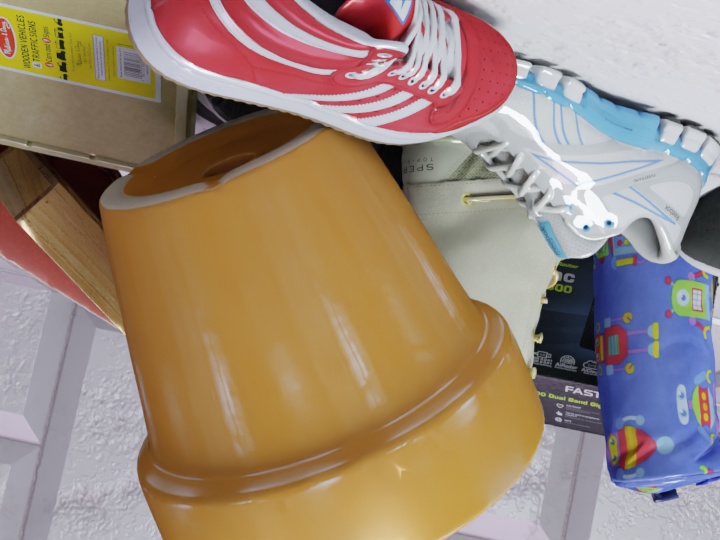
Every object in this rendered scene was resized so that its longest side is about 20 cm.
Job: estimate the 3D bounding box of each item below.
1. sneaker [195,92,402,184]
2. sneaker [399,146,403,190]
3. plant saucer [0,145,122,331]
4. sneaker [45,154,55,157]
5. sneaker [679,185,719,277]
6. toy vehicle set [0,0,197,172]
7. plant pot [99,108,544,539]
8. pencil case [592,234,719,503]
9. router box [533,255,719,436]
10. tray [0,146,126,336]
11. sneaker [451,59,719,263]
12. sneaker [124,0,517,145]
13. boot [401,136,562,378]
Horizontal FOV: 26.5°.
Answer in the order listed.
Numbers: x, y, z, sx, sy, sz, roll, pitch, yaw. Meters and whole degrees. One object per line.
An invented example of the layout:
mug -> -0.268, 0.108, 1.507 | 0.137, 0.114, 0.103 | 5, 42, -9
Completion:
sneaker -> -0.063, -0.092, 0.880 | 0.115, 0.076, 0.200 | 15, 166, 38
sneaker -> 0.005, -0.059, 0.987 | 0.115, 0.081, 0.199 | -26, 131, 32
plant saucer -> -0.211, -0.054, 1.032 | 0.200, 0.037, 0.200 | 37, -165, -40
sneaker -> -0.227, -0.118, 0.830 | 0.200, 0.088, 0.076 | 16, 172, -28
sneaker -> 0.236, -0.039, 0.794 | 0.200, 0.071, 0.099 | -3, 163, 42
toy vehicle set -> -0.139, -0.113, 0.727 | 0.124, 0.027, 0.200 | 13, 153, -2
plant pot -> -0.034, 0.025, 0.740 | 0.200, 0.184, 0.200 | -20, -162, 7
pencil case -> 0.199, 0.050, 1.006 | 0.087, 0.201, 0.078 | 3, 168, -24
router box -> 0.160, 0.040, 1.139 | 0.199, 0.150, 0.062 | 10, 141, 11
tray -> -0.141, 0.012, 0.923 | 0.200, 0.037, 0.099 | 52, 173, -31
sneaker -> 0.104, -0.053, 0.811 | 0.200, 0.087, 0.075 | 16, 173, -23
sneaker -> 0.015, -0.103, 0.638 | 0.200, 0.071, 0.112 | 3, 168, -38
boot -> 0.106, -0.002, 0.909 | 0.200, 0.155, 0.072 | 11, 171, -27
